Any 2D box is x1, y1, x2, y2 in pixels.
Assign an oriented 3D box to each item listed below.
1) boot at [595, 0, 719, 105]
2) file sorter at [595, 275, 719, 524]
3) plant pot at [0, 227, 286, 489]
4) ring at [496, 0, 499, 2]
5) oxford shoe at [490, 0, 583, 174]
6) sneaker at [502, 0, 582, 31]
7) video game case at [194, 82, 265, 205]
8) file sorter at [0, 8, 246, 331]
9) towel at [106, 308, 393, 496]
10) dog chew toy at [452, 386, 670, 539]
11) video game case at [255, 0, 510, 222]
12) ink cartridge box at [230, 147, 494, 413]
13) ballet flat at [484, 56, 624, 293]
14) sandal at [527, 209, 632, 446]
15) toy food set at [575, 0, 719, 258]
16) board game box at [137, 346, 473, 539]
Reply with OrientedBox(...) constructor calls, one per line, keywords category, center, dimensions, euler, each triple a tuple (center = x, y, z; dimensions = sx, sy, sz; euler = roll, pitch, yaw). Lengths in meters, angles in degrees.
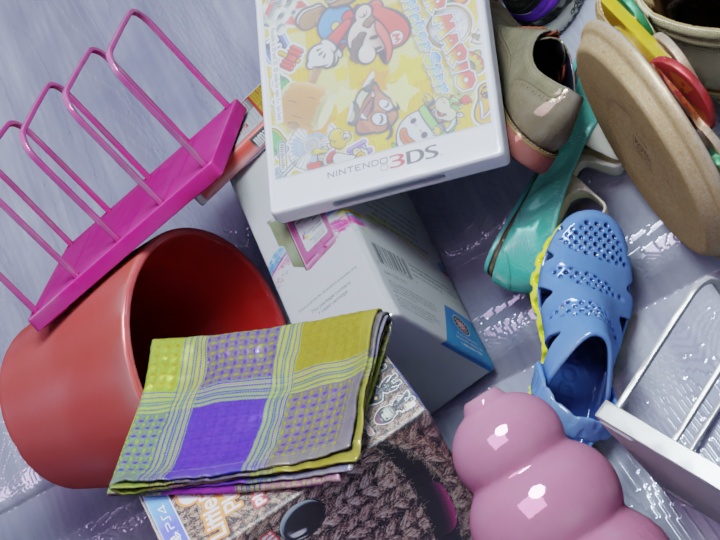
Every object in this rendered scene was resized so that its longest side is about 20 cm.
OrientedBox(category="boot", center=(0.228, -0.188, 1.285), dimensions=(0.073, 0.155, 0.200), euler=(-49, 53, 2))
OrientedBox(category="file sorter", center=(0.281, 0.113, 1.128), dimensions=(0.199, 0.139, 0.125), euler=(31, 83, 37))
OrientedBox(category="plant pot", center=(-0.177, 0.085, 1.402), dimensions=(0.176, 0.200, 0.202), euler=(-21, 58, 35))
OrientedBox(category="ring", center=(0.032, -0.178, 1.489), dimensions=(0.199, 0.019, 0.203), euler=(-13, 62, 25))
OrientedBox(category="oxford shoe", center=(0.127, -0.154, 1.322), dimensions=(0.075, 0.070, 0.201), euler=(-50, 33, 25))
OrientedBox(category="sneaker", center=(0.159, -0.294, 1.410), dimensions=(0.069, 0.099, 0.202), euler=(12, 76, 33))
OrientedBox(category="video game case", center=(-0.065, -0.138, 1.404), dimensions=(0.200, 0.017, 0.143), euler=(-44, 15, 2))
OrientedBox(category="file sorter", center=(-0.208, -0.083, 1.359), dimensions=(0.199, 0.125, 0.139), euler=(-38, 17, 19))
OrientedBox(category="towel", center=(-0.075, 0.090, 1.212), dimensions=(0.198, 0.023, 0.145), euler=(-8, 45, 25))
OrientedBox(category="dog chew toy", center=(0.130, 0.170, 1.171), dimensions=(0.124, 0.124, 0.201), euler=(-31, 86, 16))
OrientedBox(category="video game case", center=(0.012, -0.148, 1.300), dimensions=(0.180, 0.023, 0.202), euler=(-14, 64, 18))
OrientedBox(category="ink cartridge box", center=(0.000, 0.000, 1.346), dimensions=(0.084, 0.144, 0.201), euler=(-37, 54, 19))
OrientedBox(category="ballet flat", center=(0.162, -0.071, 1.340), dimensions=(0.070, 0.067, 0.202), euler=(22, 80, 12))
OrientedBox(category="sandal", center=(0.159, 0.052, 1.252), dimensions=(0.079, 0.087, 0.202), euler=(11, 76, -10))
OrientedBox(category="toy food set", center=(0.215, -0.094, 1.228), dimensions=(0.048, 0.198, 0.201), euler=(-31, 51, -1))
OrientedBox(category="board game box", center=(-0.026, 0.175, 1.235), dimensions=(0.199, 0.160, 0.097), euler=(-34, 38, -4))
